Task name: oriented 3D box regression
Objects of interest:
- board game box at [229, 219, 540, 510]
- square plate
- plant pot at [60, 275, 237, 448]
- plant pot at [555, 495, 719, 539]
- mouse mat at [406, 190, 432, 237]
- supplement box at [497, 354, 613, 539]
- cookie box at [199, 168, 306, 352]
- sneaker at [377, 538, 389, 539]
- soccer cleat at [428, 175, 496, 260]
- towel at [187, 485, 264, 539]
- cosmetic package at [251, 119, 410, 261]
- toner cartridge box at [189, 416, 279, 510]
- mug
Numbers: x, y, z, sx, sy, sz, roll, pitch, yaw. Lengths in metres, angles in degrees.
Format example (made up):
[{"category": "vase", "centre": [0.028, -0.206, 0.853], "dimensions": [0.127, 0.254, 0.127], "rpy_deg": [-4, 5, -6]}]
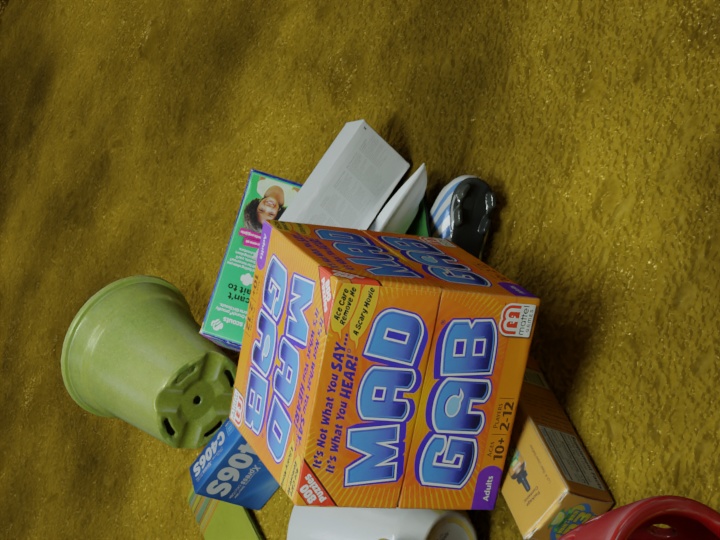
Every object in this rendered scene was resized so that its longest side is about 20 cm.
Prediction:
[{"category": "board game box", "centre": [0.015, 0.083, 1.304], "dimensions": [0.200, 0.197, 0.203], "rpy_deg": [-143, 61, -63]}, {"category": "square plate", "centre": [0.000, 0.000, 1.545], "dimensions": [0.201, 0.028, 0.198], "rpy_deg": [-58, 4, -28]}, {"category": "plant pot", "centre": [-0.253, 0.132, 1.828], "dimensions": [0.183, 0.199, 0.202], "rpy_deg": [29, 96, 45]}, {"category": "plant pot", "centre": [0.191, 0.286, 1.071], "dimensions": [0.182, 0.199, 0.203], "rpy_deg": [-30, 49, 47]}, {"category": "mouse mat", "centre": [0.039, -0.003, 1.546], "dimensions": [0.201, 0.007, 0.162], "rpy_deg": [-89, 23, -61]}, {"category": "supplement box", "centre": [0.155, 0.158, 1.313], "dimensions": [0.067, 0.068, 0.201], "rpy_deg": [-53, 35, 25]}, {"category": "cookie box", "centre": [-0.121, -0.001, 1.715], "dimensions": [0.171, 0.074, 0.203], "rpy_deg": [80, -154, -82]}, {"category": "sneaker", "centre": [0.081, 0.302, 1.249], "dimensions": [0.083, 0.198, 0.078], "rpy_deg": [-62, -6, -13]}, {"category": "soccer cleat", "centre": [0.090, -0.002, 1.503], "dimensions": [0.086, 0.069, 0.202], "rpy_deg": [-5, 66, 70]}, {"category": "towel", "centre": [-0.162, 0.308, 1.739], "dimensions": [0.087, 0.018, 0.200], "rpy_deg": [-64, 34, 19]}, {"category": "cosmetic package", "centre": [-0.033, -0.068, 1.632], "dimensions": [0.201, 0.082, 0.050], "rpy_deg": [-55, 25, -17]}, {"category": "toner cartridge box", "centre": [-0.106, 0.189, 1.648], "dimensions": [0.201, 0.094, 0.043], "rpy_deg": [-52, 38, 25]}, {"category": "mug", "centre": [0.034, 0.247, 1.377], "dimensions": [0.152, 0.148, 0.189], "rpy_deg": [-1, 79, 47]}]
